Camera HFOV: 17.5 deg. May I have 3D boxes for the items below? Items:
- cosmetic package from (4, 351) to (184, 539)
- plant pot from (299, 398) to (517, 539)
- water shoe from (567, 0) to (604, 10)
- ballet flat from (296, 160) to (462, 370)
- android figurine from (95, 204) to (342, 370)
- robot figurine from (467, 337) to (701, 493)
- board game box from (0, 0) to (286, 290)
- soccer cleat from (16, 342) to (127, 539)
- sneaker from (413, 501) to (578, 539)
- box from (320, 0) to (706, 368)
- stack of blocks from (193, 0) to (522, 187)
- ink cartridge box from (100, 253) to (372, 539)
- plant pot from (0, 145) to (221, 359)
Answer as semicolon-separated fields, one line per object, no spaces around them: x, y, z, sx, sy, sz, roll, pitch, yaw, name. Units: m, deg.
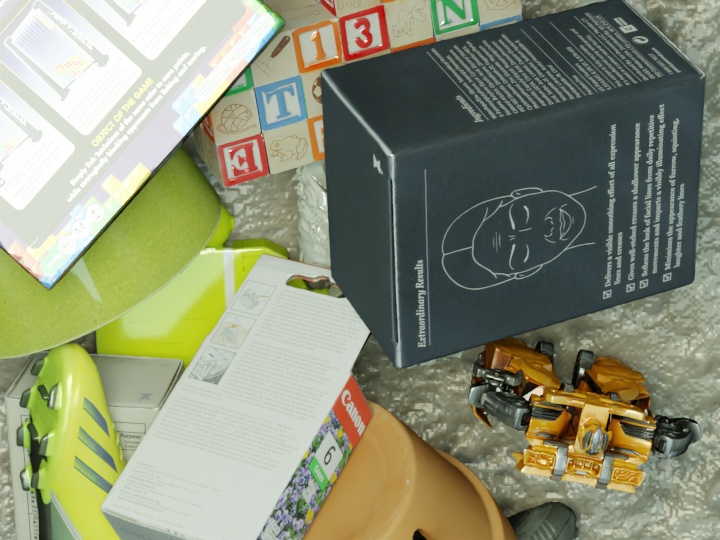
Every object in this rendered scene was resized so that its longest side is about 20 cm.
-0.164;0.158;1.501;0.103;0.073;0.201;4;113;9;cosmetic package
-0.011;0.171;1.452;0.200;0.200;0.140;-25;139;3;plant pot
0.119;-0.079;1.490;0.071;0.079;0.201;19;100;-6;water shoe
0.000;0.000;1.479;0.072;0.072;0.200;-35;128;4;ballet flat
-0.109;0.044;1.526;0.199;0.041;0.183;-1;102;-1;android figurine
0.132;0.089;1.464;0.144;0.200;0.058;11;101;-4;robot figurine
-0.167;-0.117;1.295;0.165;0.057;0.200;42;91;-4;board game box
-0.162;0.134;1.428;0.083;0.065;0.201;-6;111;-19;soccer cleat
0.046;0.196;1.550;0.200;0.066;0.091;-31;104;6;sneaker
0.088;-0.053;1.369;0.199;0.107;0.149;-15;127;-18;box
-0.006;-0.136;1.387;0.199;0.059;0.115;-18;119;-13;stack of blocks
-0.058;0.089;1.410;0.109;0.050;0.200;14;58;31;ink cartridge box
-0.208;-0.082;1.398;0.187;0.187;0.200;-25;115;3;plant pot
